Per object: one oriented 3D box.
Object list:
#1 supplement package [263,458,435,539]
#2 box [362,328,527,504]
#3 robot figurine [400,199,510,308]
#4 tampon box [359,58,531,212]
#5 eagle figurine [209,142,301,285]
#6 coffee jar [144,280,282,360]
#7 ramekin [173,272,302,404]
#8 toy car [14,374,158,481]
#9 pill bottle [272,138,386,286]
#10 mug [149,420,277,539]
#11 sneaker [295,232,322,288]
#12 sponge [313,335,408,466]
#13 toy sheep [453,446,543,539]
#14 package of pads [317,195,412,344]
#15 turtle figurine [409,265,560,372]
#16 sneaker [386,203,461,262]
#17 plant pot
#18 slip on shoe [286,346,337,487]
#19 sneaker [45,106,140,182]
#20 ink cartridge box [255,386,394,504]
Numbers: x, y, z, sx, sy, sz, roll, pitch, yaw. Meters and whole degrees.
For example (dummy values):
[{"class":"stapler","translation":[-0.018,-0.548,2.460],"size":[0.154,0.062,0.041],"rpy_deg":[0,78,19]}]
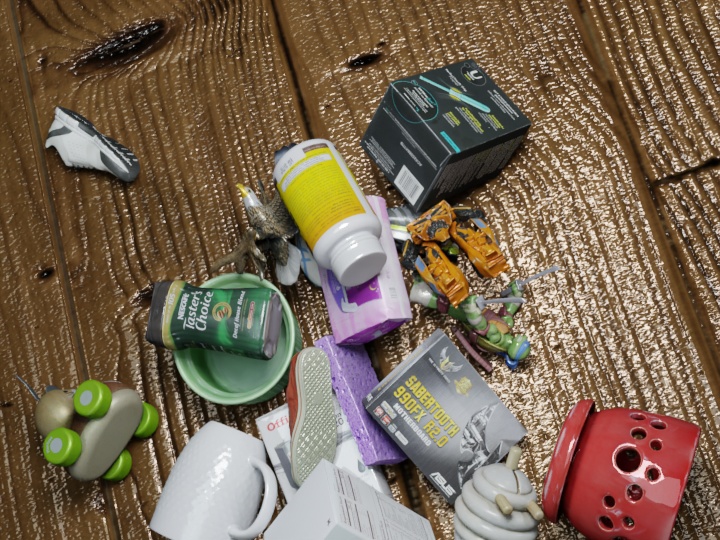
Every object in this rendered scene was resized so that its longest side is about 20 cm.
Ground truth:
[{"class":"supplement package","translation":[-0.009,0.397,1.418],"size":[0.198,0.151,0.153],"rpy_deg":[34,104,-20]},{"class":"box","translation":[0.123,0.213,1.506],"size":[0.158,0.048,0.201],"rpy_deg":[-41,101,0]},{"class":"robot figurine","translation":[0.131,-0.034,1.493],"size":[0.144,0.059,0.201],"rpy_deg":[-34,35,0]},{"class":"tampon box","translation":[0.129,-0.208,1.563],"size":[0.198,0.127,0.151],"rpy_deg":[-24,66,-41]},{"class":"eagle figurine","translation":[-0.136,-0.086,1.592],"size":[0.149,0.153,0.201],"rpy_deg":[7,36,24]},{"class":"coffee jar","translation":[-0.220,0.072,1.534],"size":[0.196,0.085,0.107],"rpy_deg":[4,76,13]},{"class":"ramekin","translation":[-0.185,0.113,1.613],"size":[0.196,0.098,0.205],"rpy_deg":[-3,76,11]},{"class":"toy car","translation":[-0.450,0.218,1.622],"size":[0.198,0.164,0.159],"rpy_deg":[30,83,29]},{"class":"pill bottle","translation":[-0.040,-0.080,1.469],"size":[0.108,0.109,0.202],"rpy_deg":[-31,64,3]},{"class":"mug","translation":[-0.198,0.328,1.526],"size":[0.198,0.147,0.178],"rpy_deg":[8,72,44]},{"class":"sneaker","translation":[-0.070,-0.071,1.644],"size":[0.070,0.073,0.204],"rpy_deg":[-6,73,-12]},{"class":"sponge","translation":[0.003,0.195,1.546],"size":[0.030,0.111,0.203],"rpy_deg":[-30,72,21]},{"class":"toy sheep","translation":[0.195,0.345,1.455],"size":[0.136,0.138,0.203],"rpy_deg":[24,102,16]},{"class":"package of pads","translation":[0.000,0.000,1.544],"size":[0.119,0.075,0.204],"rpy_deg":[-26,69,35]},{"class":"turtle figurine","translation":[0.183,0.033,1.534],"size":[0.191,0.202,0.144],"rpy_deg":[26,51,21]},{"class":"sneaker","translation":[0.070,-0.076,1.629],"size":[0.196,0.074,0.082],"rpy_deg":[18,70,9]},{"class":"plant pot","translation":[0.353,0.280,1.409],"size":[0.179,0.200,0.204],"rpy_deg":[19,81,18]},{"class":"slip on shoe","translation":[-0.076,0.214,1.503],"size":[0.073,0.061,0.205],"rpy_deg":[1,85,-29]},{"class":"sneaker","translation":[-0.460,-0.200,1.771],"size":[0.199,0.073,0.081],"rpy_deg":[35,100,22]},{"class":"ink cartridge box","translation":[-0.053,0.287,1.551],"size":[0.144,0.085,0.203],"rpy_deg":[-26,71,4]}]
